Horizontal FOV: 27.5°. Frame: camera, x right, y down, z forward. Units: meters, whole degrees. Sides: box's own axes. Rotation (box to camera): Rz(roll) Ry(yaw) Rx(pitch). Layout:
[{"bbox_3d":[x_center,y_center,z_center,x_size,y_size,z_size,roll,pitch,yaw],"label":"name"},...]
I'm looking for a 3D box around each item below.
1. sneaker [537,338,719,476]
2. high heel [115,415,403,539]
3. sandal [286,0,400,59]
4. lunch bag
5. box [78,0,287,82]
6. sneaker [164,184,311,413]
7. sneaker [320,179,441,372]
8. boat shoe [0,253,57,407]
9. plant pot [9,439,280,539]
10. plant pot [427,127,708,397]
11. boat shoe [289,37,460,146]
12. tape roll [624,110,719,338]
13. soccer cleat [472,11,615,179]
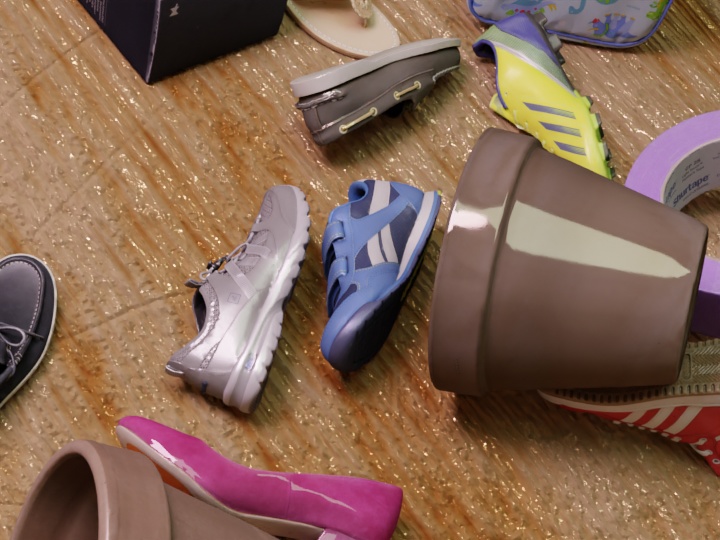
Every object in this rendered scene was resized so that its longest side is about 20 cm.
[{"bbox_3d":[0.240,0.107,1.143,0.199,0.113,0.071,-1,49,22],"label":"sneaker"},{"bbox_3d":[-0.068,0.139,1.014,0.200,0.067,0.096,33,61,4],"label":"high heel"},{"bbox_3d":[-0.043,-0.281,1.356,0.212,0.070,0.078,43,54,18],"label":"sandal"},{"bbox_3d":[0.200,-0.293,1.378,0.199,0.161,0.083,8,46,-12],"label":"lunch bag"},{"bbox_3d":[-0.176,-0.284,1.299,0.148,0.104,0.200,-25,63,-31],"label":"box"},{"bbox_3d":[-0.090,0.007,1.112,0.082,0.075,0.201,17,51,-4],"label":"sneaker"},{"bbox_3d":[0.000,0.000,1.149,0.082,0.074,0.200,22,43,5],"label":"sneaker"},{"bbox_3d":[-0.270,0.057,1.033,0.074,0.062,0.200,22,49,4],"label":"boat shoe"},{"bbox_3d":[-0.115,0.218,0.888,0.174,0.200,0.201,18,47,-26],"label":"plant pot"},{"bbox_3d":[0.157,0.008,1.076,0.173,0.200,0.200,12,48,15],"label":"plant pot"},{"bbox_3d":[0.021,-0.160,1.286,0.201,0.072,0.061,-25,103,-43],"label":"boat shoe"},{"bbox_3d":[0.320,-0.041,1.225,0.199,0.066,0.201,-7,52,10],"label":"tape roll"},{"bbox_3d":[0.164,-0.144,1.325,0.083,0.065,0.201,-25,63,3],"label":"soccer cleat"}]
